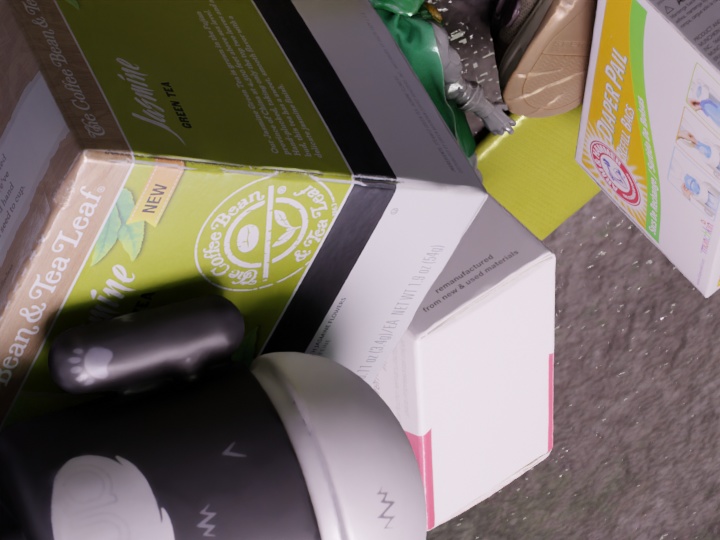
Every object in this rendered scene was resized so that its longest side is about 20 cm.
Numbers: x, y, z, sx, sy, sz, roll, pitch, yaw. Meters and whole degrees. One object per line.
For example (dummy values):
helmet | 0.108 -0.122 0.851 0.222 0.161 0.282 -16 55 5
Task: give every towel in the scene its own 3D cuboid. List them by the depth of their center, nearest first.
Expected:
towel | 0.135 -0.097 1.507 0.200 0.018 0.086 -43 135 19

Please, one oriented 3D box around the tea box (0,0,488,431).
tea box | -0.090 -0.009 1.216 0.196 0.134 0.201 4 130 -34

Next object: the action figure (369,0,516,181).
action figure | 0.032 -0.076 1.419 0.055 0.118 0.201 -36 136 -22

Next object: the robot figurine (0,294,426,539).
robot figurine | -0.073 0.104 1.146 0.199 0.125 0.151 -16 146 -16

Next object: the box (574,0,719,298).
box | 0.179 -0.092 1.383 0.112 0.101 0.200 -37 161 -15

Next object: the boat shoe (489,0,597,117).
boat shoe | 0.115 -0.161 1.384 0.072 0.065 0.200 -1 137 -35

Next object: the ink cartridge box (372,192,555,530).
ink cartridge box | 0.000 0.000 1.377 0.083 0.200 0.147 -31 144 -21
